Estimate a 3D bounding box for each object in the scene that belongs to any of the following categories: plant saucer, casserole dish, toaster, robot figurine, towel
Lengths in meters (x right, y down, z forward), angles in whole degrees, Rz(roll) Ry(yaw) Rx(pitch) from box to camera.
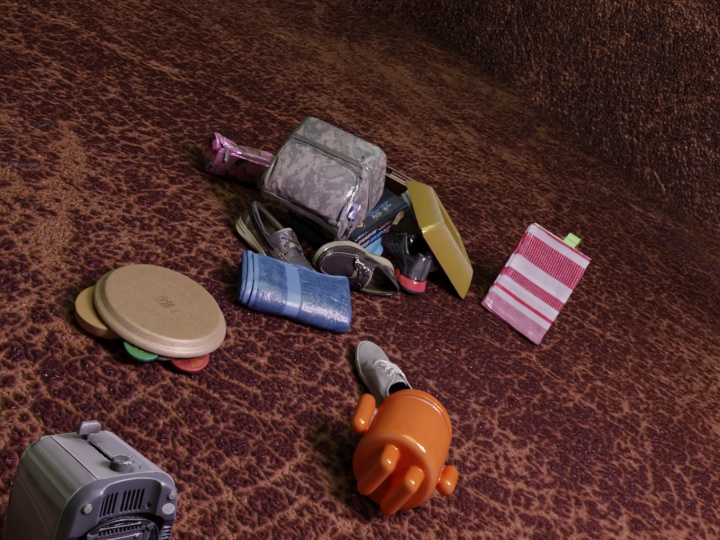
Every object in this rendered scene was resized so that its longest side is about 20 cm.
[{"bbox_3d":[0.169,-0.075,1.735,0.201,0.048,0.202,55,14,-34],"label":"plant saucer"},{"bbox_3d":[-0.041,-0.089,1.665,0.197,0.039,0.122,27,38,7],"label":"casserole dish"},{"bbox_3d":[-0.244,0.239,0.743,0.112,0.204,0.128,2,17,-43],"label":"toaster"},{"bbox_3d":[0.059,0.234,1.114,0.141,0.119,0.200,4,21,16],"label":"robot figurine"},{"bbox_3d":[-0.106,0.035,1.381,0.196,0.049,0.113,18,37,-21],"label":"towel"},{"bbox_3d":[0.350,0.026,1.695,0.143,0.202,0.023,34,10,17],"label":"towel"}]

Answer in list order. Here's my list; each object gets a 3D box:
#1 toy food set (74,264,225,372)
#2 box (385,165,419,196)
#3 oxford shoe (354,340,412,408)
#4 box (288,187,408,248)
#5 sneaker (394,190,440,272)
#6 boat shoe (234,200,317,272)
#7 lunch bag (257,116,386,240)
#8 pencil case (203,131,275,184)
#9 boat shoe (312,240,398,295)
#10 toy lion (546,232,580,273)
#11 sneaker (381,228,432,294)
[{"bbox_3d":[-0.278,0.063,1.171,0.196,0.049,0.200,32,25,8],"label":"toy food set"},{"bbox_3d":[0.059,-0.205,1.923,0.161,0.022,0.200,28,-5,0],"label":"box"},{"bbox_3d":[0.043,0.167,1.289,0.074,0.059,0.201,13,28,-23],"label":"oxford shoe"},{"bbox_3d":[-0.021,-0.119,1.640,0.158,0.047,0.199,35,40,18],"label":"box"},{"bbox_3d":[0.112,-0.073,1.802,0.075,0.081,0.203,46,20,-52],"label":"sneaker"},{"bbox_3d":[-0.143,-0.047,1.487,0.200,0.067,0.071,42,26,25],"label":"boat shoe"},{"bbox_3d":[-0.066,-0.157,1.527,0.197,0.141,0.169,27,57,14],"label":"lunch bag"},{"bbox_3d":[-0.217,-0.213,1.703,0.197,0.084,0.087,16,27,-26],"label":"pencil case"},{"bbox_3d":[0.000,0.000,1.524,0.198,0.074,0.065,12,29,-43],"label":"boat shoe"},{"bbox_3d":[0.411,0.004,1.799,0.068,0.194,0.199,33,25,15],"label":"toy lion"},{"bbox_3d":[0.088,-0.043,1.677,0.070,0.099,0.201,10,29,-28],"label":"sneaker"}]
